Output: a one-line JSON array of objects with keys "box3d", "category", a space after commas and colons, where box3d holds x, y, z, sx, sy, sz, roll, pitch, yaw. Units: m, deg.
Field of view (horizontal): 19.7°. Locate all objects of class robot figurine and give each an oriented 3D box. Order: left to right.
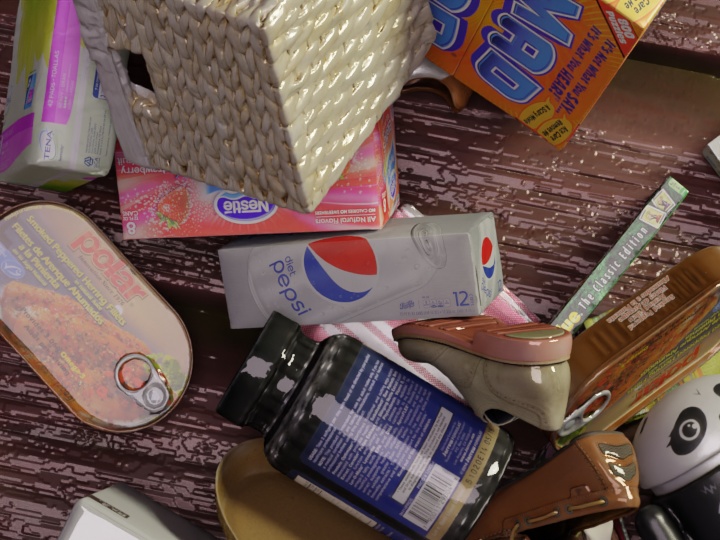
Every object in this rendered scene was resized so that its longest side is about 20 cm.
[{"box3d": [0.287, 0.172, 1.530, 0.125, 0.150, 0.201, -35, 88, 26], "category": "robot figurine"}]

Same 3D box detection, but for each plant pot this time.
[{"box3d": [-0.021, 0.197, 1.493, 0.199, 0.200, 0.028, 33, 115, 3], "category": "plant pot"}]

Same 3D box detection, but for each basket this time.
[{"box3d": [-0.069, -0.178, 1.406, 0.160, 0.199, 0.200, 21, 57, 25], "category": "basket"}]

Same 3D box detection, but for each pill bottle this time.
[{"box3d": [0.001, 0.116, 1.498, 0.199, 0.112, 0.112, 31, 88, -2], "category": "pill bottle"}]

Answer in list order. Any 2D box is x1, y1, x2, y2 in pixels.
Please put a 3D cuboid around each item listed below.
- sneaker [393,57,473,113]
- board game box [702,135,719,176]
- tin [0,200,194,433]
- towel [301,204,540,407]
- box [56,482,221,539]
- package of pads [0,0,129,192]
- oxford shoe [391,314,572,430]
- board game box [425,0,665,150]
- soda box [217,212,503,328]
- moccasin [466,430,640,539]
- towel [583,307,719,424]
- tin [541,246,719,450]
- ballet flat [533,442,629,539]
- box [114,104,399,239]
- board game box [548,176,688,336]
[{"box3d": [-0.005, -0.167, 1.583, 0.199, 0.073, 0.085, 11, 84, 0], "category": "sneaker"}, {"box3d": [0.381, -0.096, 1.585, 0.200, 0.034, 0.135, -35, 83, -3], "category": "board game box"}, {"box3d": [-0.211, 0.035, 1.594, 0.112, 0.042, 0.200, -42, 87, 3], "category": "tin"}, {"box3d": [0.023, 0.067, 1.595, 0.146, 0.030, 0.200, 41, 91, 3], "category": "towel"}, {"box3d": [-0.134, 0.261, 1.498, 0.198, 0.200, 0.131, 30, 89, 3], "category": "box"}, {"box3d": [-0.218, -0.143, 1.523, 0.068, 0.200, 0.156, 8, 86, -17], "category": "package of pads"}, {"box3d": [0.080, 0.072, 1.473, 0.070, 0.200, 0.074, -7, 97, -25], "category": "oxford shoe"}, {"box3d": [0.140, -0.253, 1.495, 0.199, 0.200, 0.200, 35, 66, 2], "category": "board game box"}, {"box3d": [0.000, 0.000, 1.528, 0.199, 0.068, 0.064, -3, 104, 21], "category": "soda box"}, {"box3d": [0.136, 0.189, 1.513, 0.073, 0.201, 0.078, 7, 58, -39], "category": "moccasin"}, {"box3d": [0.276, 0.041, 1.594, 0.199, 0.018, 0.087, -24, 87, -1], "category": "towel"}, {"box3d": [0.207, 0.057, 1.515, 0.199, 0.112, 0.042, -34, 58, -16], "category": "tin"}, {"box3d": [0.181, 0.221, 1.558, 0.069, 0.071, 0.201, -17, 87, -5], "category": "ballet flat"}, {"box3d": [-0.077, -0.082, 1.546, 0.199, 0.095, 0.103, -1, 103, 10], "category": "box"}, {"box3d": [0.171, 0.018, 1.555, 0.023, 0.105, 0.200, 39, 87, 7], "category": "board game box"}]
